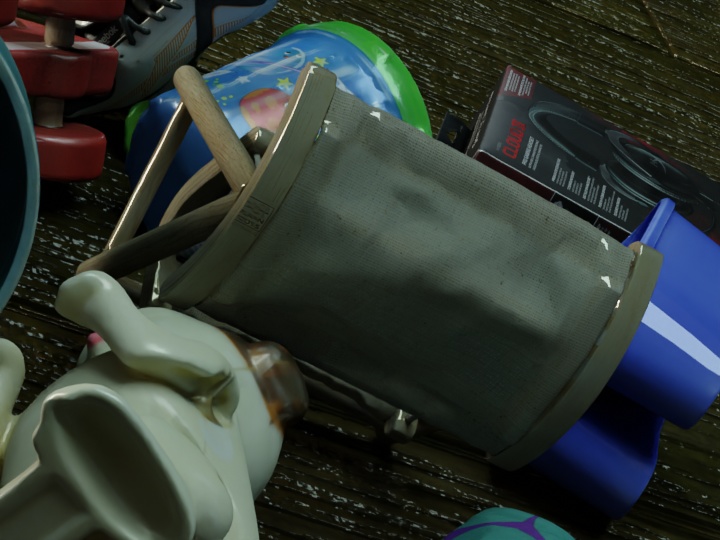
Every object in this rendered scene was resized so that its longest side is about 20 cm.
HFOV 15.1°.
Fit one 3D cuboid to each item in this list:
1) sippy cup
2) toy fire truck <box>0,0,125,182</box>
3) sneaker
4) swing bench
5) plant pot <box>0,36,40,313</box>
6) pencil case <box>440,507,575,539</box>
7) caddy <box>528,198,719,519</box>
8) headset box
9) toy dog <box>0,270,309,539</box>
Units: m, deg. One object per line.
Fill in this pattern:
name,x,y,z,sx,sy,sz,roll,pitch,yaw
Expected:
sippy cup,-0.051,-0.059,1.476,0.130,0.178,0.140,-16,79,-42
toy fire truck,-0.228,-0.115,1.430,0.167,0.113,0.200,17,15,34
sneaker,-0.106,-0.146,1.502,0.074,0.200,0.080,52,39,12
swing bench,0.000,0.000,1.291,0.198,0.130,0.200,28,-6,-22
plant pot,-0.234,-0.057,1.216,0.199,0.201,0.188,27,11,-7
pencil case,0.039,0.174,1.185,0.200,0.085,0.093,-27,100,-59
caddy,0.138,0.041,1.467,0.105,0.142,0.200,36,25,1
headset box,0.133,-0.036,1.674,0.199,0.077,0.149,30,26,-3
toy dog,-0.086,0.087,1.159,0.194,0.140,0.200,40,24,-10
